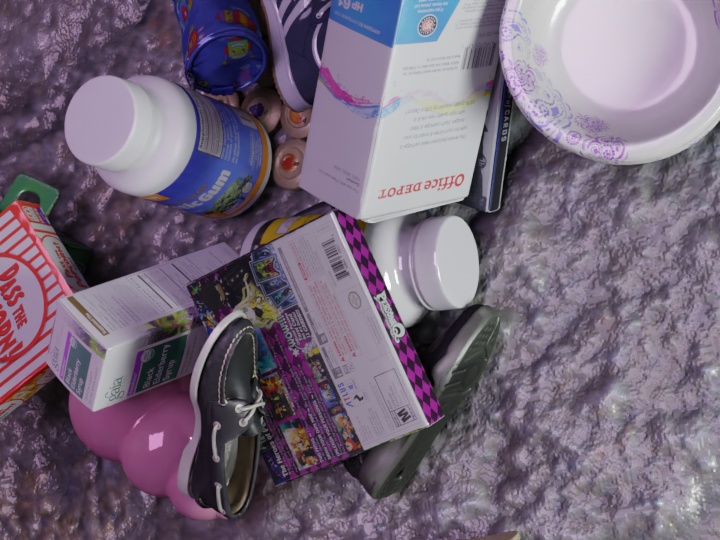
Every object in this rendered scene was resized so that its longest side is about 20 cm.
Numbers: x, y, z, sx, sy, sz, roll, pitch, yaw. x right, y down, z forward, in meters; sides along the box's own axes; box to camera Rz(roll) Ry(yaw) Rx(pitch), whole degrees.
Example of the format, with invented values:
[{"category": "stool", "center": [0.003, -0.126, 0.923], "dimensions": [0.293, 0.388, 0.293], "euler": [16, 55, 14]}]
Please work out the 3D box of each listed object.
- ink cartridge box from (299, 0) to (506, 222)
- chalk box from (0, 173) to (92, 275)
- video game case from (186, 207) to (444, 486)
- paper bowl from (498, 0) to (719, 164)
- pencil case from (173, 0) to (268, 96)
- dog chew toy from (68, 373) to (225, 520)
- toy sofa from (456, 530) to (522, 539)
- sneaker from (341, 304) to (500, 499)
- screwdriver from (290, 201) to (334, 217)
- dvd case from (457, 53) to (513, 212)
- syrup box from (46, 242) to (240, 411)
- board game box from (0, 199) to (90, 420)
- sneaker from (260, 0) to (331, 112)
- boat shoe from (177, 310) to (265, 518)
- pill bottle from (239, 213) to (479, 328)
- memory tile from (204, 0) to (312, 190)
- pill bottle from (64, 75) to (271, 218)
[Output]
[{"category": "ink cartridge box", "center": [0.038, -0.154, 1.453], "dimensions": [0.085, 0.144, 0.200], "euler": [28, 118, 36]}, {"category": "chalk box", "center": [-0.370, -0.001, 1.759], "dimensions": [0.124, 0.124, 0.200], "euler": [23, 94, 32]}, {"category": "video game case", "center": [-0.042, 0.068, 1.495], "dimensions": [0.181, 0.036, 0.200], "euler": [-26, 87, 34]}, {"category": "paper bowl", "center": [0.220, -0.188, 1.429], "dimensions": [0.200, 0.104, 0.201], "euler": [0, 90, 14]}, {"category": "pencil case", "center": [-0.144, -0.245, 1.651], "dimensions": [0.200, 0.078, 0.087], "euler": [-111, 31, -45]}, {"category": "dog chew toy", "center": [-0.184, 0.156, 1.628], "dimensions": [0.200, 0.125, 0.125], "euler": [45, 105, 20]}, {"category": "toy sofa", "center": [0.055, 0.290, 1.491], "dimensions": [0.200, 0.098, 0.083], "euler": [-12, 101, 29]}, {"category": "sneaker", "center": [0.035, 0.093, 1.528], "dimensions": [0.114, 0.076, 0.200], "euler": [42, 109, 23]}, {"category": "screwdriver", "center": [-0.103, -0.019, 1.654], "dimensions": [0.200, 0.029, 0.028], "euler": [-25, 69, 20]}, {"category": "dvd case", "center": [0.071, -0.166, 1.537], "dimensions": [0.150, 0.025, 0.200], "euler": [21, 114, 35]}, {"category": "syrup box", "center": [-0.183, 0.049, 1.584], "dimensions": [0.081, 0.200, 0.079], "euler": [40, 132, 28]}, {"category": "board game box", "center": [-0.353, 0.053, 1.651], "dimensions": [0.200, 0.046, 0.152], "euler": [-38, 74, 13]}, {"category": "sneaker", "center": [-0.037, -0.258, 1.615], "dimensions": [0.108, 0.070, 0.200], "euler": [-17, 81, 33]}, {"category": "boat shoe", "center": [-0.111, 0.128, 1.490], "dimensions": [0.060, 0.074, 0.200], "euler": [29, 122, 26]}, {"category": "pill bottle", "center": [0.000, 0.000, 1.545], "dimensions": [0.200, 0.111, 0.111], "euler": [-6, 79, 30]}, {"category": "memory tile", "center": [-0.093, -0.179, 1.686], "dimensions": [0.153, 0.017, 0.200], "euler": [8, 85, 32]}, {"category": "pill bottle", "center": [-0.179, -0.117, 1.601], "dimensions": [0.112, 0.200, 0.112], "euler": [-5, 79, 30]}]
